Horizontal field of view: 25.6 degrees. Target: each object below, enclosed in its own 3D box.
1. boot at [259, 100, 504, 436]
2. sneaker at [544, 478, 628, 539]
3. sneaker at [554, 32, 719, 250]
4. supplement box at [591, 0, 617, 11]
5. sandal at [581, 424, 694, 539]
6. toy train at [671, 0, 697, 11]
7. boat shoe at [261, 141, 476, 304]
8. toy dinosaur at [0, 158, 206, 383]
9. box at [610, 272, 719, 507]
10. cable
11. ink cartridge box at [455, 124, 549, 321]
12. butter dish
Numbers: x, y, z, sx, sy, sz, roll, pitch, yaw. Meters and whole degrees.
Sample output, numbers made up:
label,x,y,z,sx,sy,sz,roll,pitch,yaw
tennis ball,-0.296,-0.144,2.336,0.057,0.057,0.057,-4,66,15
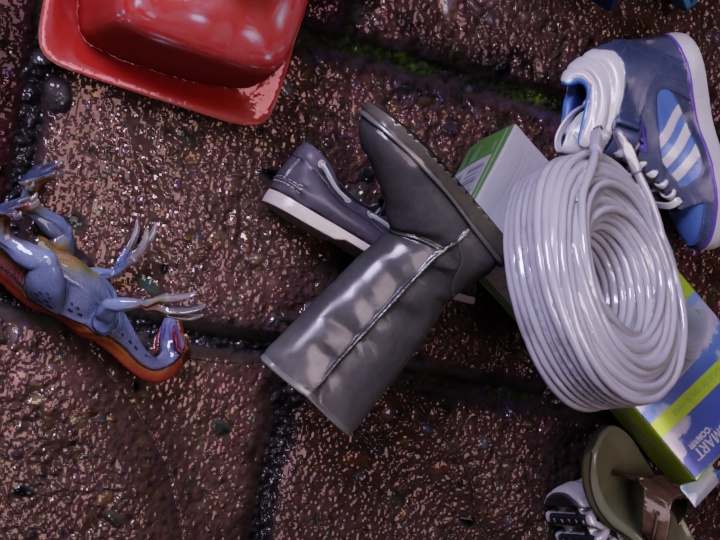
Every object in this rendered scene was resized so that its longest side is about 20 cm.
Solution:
label,x,y,z,sx,sy,sz,roll,pitch,yaw
boot,0.000,0.000,1.191,0.200,0.073,0.182,-41,104,4
sneaker,0.233,0.267,1.395,0.081,0.075,0.201,-28,106,-33
sneaker,0.233,-0.099,1.370,0.146,0.081,0.201,-17,104,-18
supplement box,0.220,-0.333,1.284,0.109,0.109,0.200,37,87,8
sandal,0.257,0.209,1.351,0.201,0.057,0.080,52,48,-16
toy train,0.276,-0.335,1.378,0.116,0.085,0.200,-39,108,-4
boat shoe,0.019,-0.035,1.257,0.199,0.073,0.063,28,84,-22
toy dinosaur,-0.205,0.013,1.160,0.199,0.105,0.182,-14,118,11
box,0.270,0.090,1.375,0.122,0.048,0.200,-40,88,-20
cable,0.179,0.009,1.211,0.201,0.069,0.200,63,37,-15
ink cartridge box,0.155,-0.011,1.307,0.200,0.059,0.104,45,47,-17
butter dish,-0.105,-0.221,1.134,0.198,0.148,0.201,16,87,-28
